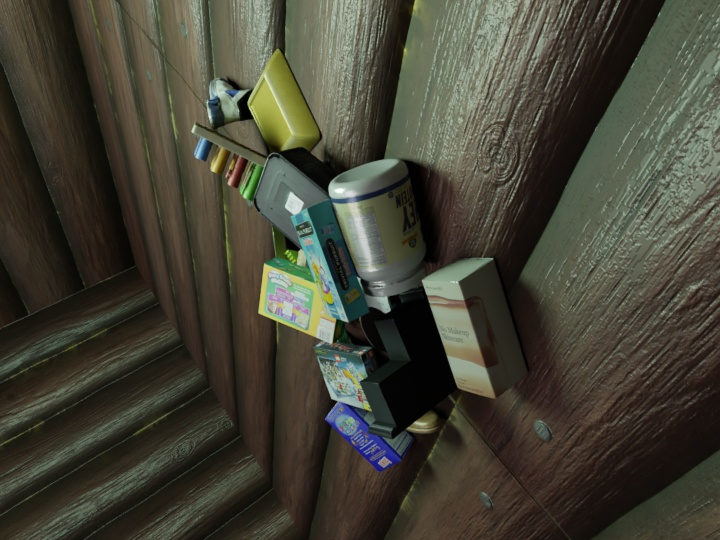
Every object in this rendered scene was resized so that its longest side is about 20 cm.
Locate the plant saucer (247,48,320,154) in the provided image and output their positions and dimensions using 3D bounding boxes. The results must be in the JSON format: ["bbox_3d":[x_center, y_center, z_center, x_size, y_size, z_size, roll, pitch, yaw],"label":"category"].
[{"bbox_3d":[-0.179,-0.335,1.281,0.205,0.048,0.199,64,152,0],"label":"plant saucer"}]

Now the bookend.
[{"bbox_3d":[0.071,0.170,1.114,0.091,0.197,0.204,-13,103,60],"label":"bookend"}]

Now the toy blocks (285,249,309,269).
[{"bbox_3d":[-0.129,0.027,1.376,0.199,0.097,0.142,150,127,-64],"label":"toy blocks"}]

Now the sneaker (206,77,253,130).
[{"bbox_3d":[-0.301,-0.396,1.409,0.202,0.111,0.083,-105,9,-54],"label":"sneaker"}]

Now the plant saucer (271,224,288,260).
[{"bbox_3d":[-0.203,-0.071,1.492,0.200,0.030,0.208,172,91,-84],"label":"plant saucer"}]

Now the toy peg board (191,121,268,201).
[{"bbox_3d":[-0.300,-0.244,1.338,0.100,0.194,0.200,-65,20,7],"label":"toy peg board"}]

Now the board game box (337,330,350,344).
[{"bbox_3d":[-0.054,0.132,1.417,0.135,0.028,0.206,-127,19,-78],"label":"board game box"}]

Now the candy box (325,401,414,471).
[{"bbox_3d":[0.021,0.394,1.474,0.200,0.077,0.170,44,148,5],"label":"candy box"}]

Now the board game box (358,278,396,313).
[{"bbox_3d":[0.000,0.000,1.276,0.198,0.025,0.206,16,127,55],"label":"board game box"}]

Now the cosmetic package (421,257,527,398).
[{"bbox_3d":[0.187,0.091,0.965,0.102,0.086,0.206,0,113,60],"label":"cosmetic package"}]

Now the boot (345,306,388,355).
[{"bbox_3d":[0.006,0.116,1.276,0.198,0.065,0.187,27,160,52],"label":"boot"}]

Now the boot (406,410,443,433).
[{"bbox_3d":[0.107,0.294,1.301,0.198,0.072,0.078,20,121,56],"label":"boot"}]

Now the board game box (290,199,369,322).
[{"bbox_3d":[-0.059,-0.015,1.066,0.206,0.046,0.150,69,164,-6],"label":"board game box"}]

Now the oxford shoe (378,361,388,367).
[{"bbox_3d":[0.056,0.240,1.303,0.199,0.069,0.074,174,89,-66],"label":"oxford shoe"}]

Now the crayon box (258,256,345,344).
[{"bbox_3d":[-0.123,0.063,1.281,0.194,0.058,0.123,20,113,19],"label":"crayon box"}]

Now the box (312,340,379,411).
[{"bbox_3d":[-0.022,0.234,1.324,0.197,0.037,0.141,0,112,55],"label":"box"}]

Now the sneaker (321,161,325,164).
[{"bbox_3d":[-0.119,-0.167,1.300,0.200,0.078,0.077,-47,67,40],"label":"sneaker"}]

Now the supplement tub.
[{"bbox_3d":[0.035,-0.074,1.026,0.143,0.142,0.206,13,125,55],"label":"supplement tub"}]

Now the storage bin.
[{"bbox_3d":[-0.106,-0.138,1.189,0.198,0.093,0.137,38,123,14],"label":"storage bin"}]
